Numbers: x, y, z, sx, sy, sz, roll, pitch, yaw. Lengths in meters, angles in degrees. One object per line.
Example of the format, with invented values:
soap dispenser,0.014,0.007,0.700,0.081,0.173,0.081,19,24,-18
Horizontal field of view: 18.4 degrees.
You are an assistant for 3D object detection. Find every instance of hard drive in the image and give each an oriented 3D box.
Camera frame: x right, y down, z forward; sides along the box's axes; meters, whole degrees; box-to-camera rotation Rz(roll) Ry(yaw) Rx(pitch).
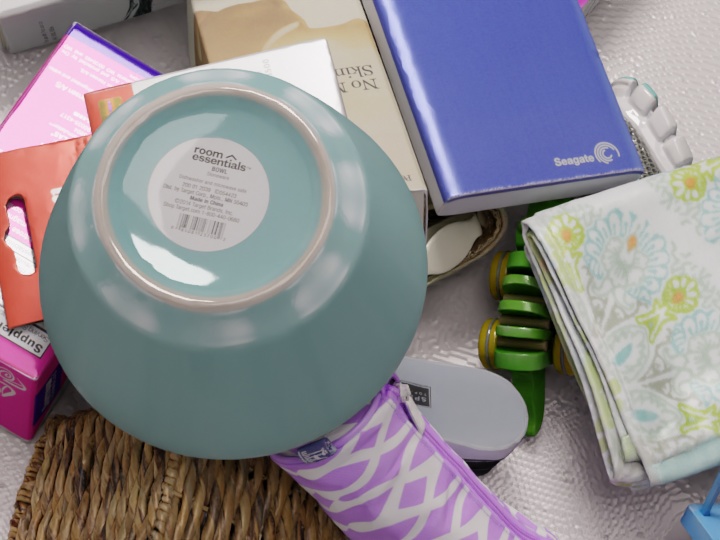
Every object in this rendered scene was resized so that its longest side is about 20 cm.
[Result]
hard drive,0.075,-0.134,1.313,0.132,0.025,0.201,-9,67,-24

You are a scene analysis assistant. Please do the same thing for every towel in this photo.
towel,0.205,0.021,1.261,0.199,0.048,0.172,-17,76,-15

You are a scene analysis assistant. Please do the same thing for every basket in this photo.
basket,-0.104,0.178,1.200,0.143,0.149,0.201,30,58,-34

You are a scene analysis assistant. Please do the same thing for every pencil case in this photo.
pencil case,0.032,0.118,1.187,0.085,0.200,0.084,-28,39,18

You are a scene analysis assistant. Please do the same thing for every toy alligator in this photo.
toy alligator,0.105,-0.004,1.302,0.059,0.054,0.201,5,79,24

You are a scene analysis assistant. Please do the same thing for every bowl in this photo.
bowl,-0.066,-0.017,1.082,0.200,0.105,0.201,0,71,1

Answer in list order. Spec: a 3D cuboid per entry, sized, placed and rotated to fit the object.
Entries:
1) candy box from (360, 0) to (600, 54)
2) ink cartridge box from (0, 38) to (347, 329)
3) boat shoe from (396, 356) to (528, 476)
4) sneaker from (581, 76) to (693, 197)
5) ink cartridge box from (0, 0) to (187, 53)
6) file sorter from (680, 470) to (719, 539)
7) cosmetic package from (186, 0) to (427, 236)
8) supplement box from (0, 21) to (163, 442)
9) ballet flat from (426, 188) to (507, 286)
candy box,0.089,-0.203,1.405,0.136,0.061,0.200,37,62,4
ink cartridge box,-0.101,-0.045,1.174,0.199,0.050,0.109,-13,69,-4
boat shoe,-0.008,0.075,1.258,0.199,0.068,0.074,11,55,-17
sneaker,0.180,-0.016,1.348,0.091,0.078,0.200,-30,71,-5
ink cartridge box,-0.144,-0.232,1.333,0.199,0.083,0.147,-19,82,-6
file sorter,0.292,0.151,1.165,0.138,0.123,0.200,2,34,-29
cosmetic package,-0.034,-0.085,1.289,0.105,0.071,0.200,-11,49,-10
supplement box,-0.175,-0.021,1.253,0.103,0.101,0.200,31,65,4
ballet flat,0.000,0.000,1.291,0.200,0.062,0.068,-32,115,-22
